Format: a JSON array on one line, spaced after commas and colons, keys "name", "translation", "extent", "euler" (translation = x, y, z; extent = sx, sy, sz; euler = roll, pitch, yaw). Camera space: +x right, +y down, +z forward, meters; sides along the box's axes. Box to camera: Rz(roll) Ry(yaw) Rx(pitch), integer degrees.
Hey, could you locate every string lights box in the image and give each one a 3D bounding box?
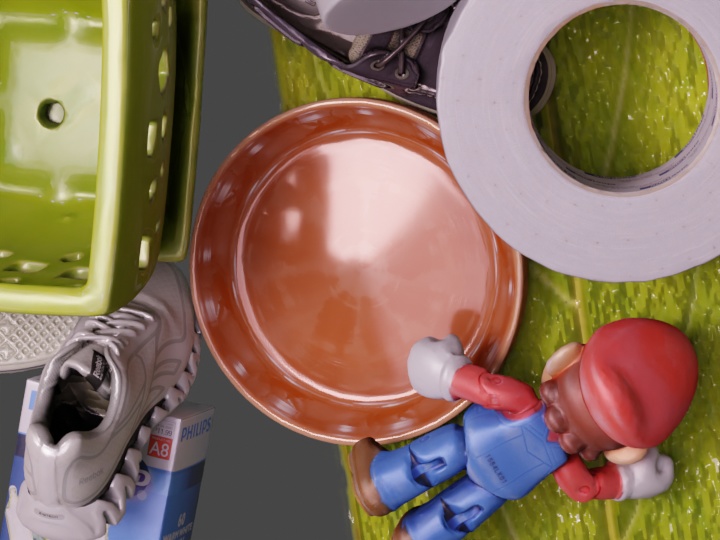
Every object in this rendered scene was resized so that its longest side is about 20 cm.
[{"name": "string lights box", "translation": [-0.158, 0.168, 1.733], "extent": [0.103, 0.059, 0.200], "euler": [13, 100, 16]}]

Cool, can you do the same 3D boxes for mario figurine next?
[{"name": "mario figurine", "translation": [0.098, 0.085, 1.634], "extent": [0.200, 0.123, 0.106], "euler": [-28, 56, 16]}]

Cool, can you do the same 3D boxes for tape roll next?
[{"name": "tape roll", "translation": [0.140, -0.096, 1.582], "extent": [0.200, 0.066, 0.200], "euler": [0, 100, 1]}]

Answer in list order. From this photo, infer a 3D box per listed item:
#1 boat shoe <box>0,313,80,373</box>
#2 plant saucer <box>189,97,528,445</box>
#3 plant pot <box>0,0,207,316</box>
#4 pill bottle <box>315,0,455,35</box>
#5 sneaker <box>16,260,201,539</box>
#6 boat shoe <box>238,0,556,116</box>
[{"name": "boat shoe", "translation": [-0.257, 0.028, 1.746], "extent": [0.200, 0.062, 0.075], "euler": [0, 77, 14]}, {"name": "plant saucer", "translation": [0.000, 0.000, 1.680], "extent": [0.200, 0.032, 0.200], "euler": [2, 97, 18]}, {"name": "plant pot", "translation": [-0.193, -0.089, 1.650], "extent": [0.200, 0.181, 0.199], "euler": [6, 99, 16]}, {"name": "pill bottle", "translation": [-0.007, -0.235, 1.588], "extent": [0.111, 0.111, 0.200], "euler": [-20, 73, 18]}, {"name": "sneaker", "translation": [-0.141, 0.057, 1.653], "extent": [0.075, 0.200, 0.081], "euler": [6, 136, 13]}, {"name": "boat shoe", "translation": [0.012, -0.135, 1.642], "extent": [0.200, 0.065, 0.072], "euler": [26, 102, 12]}]
